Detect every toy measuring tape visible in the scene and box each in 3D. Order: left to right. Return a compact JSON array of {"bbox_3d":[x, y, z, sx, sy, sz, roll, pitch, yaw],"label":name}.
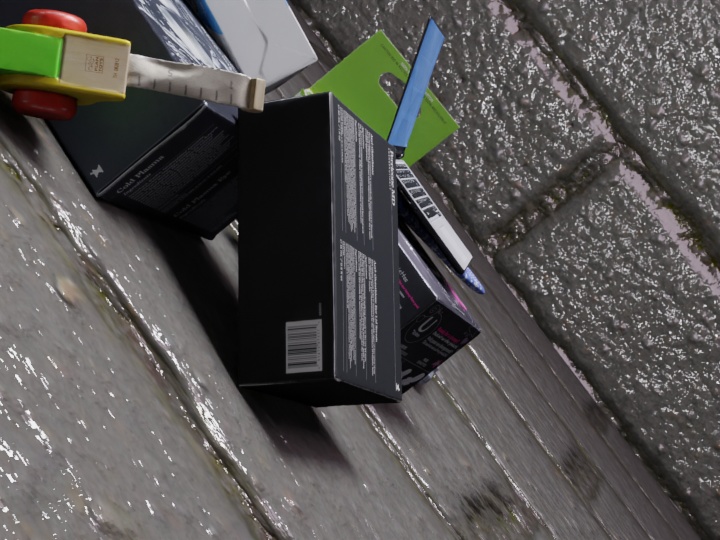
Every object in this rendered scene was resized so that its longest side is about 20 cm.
[{"bbox_3d":[-0.165,-0.128,0.883,0.199,0.074,0.074,8,26,-16],"label":"toy measuring tape"}]

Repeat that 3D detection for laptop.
[{"bbox_3d":[0.085,-0.115,1.266,0.200,0.116,0.187,54,9,1],"label":"laptop"}]

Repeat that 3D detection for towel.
[{"bbox_3d":[0.050,-0.068,1.335,0.200,0.024,0.145,43,12,-48],"label":"towel"}]

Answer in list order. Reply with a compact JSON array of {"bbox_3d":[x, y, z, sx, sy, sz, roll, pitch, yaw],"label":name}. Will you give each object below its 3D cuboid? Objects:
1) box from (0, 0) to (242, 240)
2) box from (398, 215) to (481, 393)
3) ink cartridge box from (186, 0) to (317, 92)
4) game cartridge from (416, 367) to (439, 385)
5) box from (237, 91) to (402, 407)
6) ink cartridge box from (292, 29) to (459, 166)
[{"bbox_3d":[-0.165,-0.142,1.015,0.200,0.104,0.182,54,11,17],"label":"box"},{"bbox_3d":[0.000,0.000,1.237,0.200,0.115,0.132,57,11,26],"label":"box"},{"bbox_3d":[-0.117,-0.204,1.189,0.115,0.068,0.200,62,-16,-7],"label":"ink cartridge box"},{"bbox_3d":[0.049,0.034,1.484,0.133,0.040,0.200,56,21,-9],"label":"game cartridge"},{"bbox_3d":[-0.027,-0.009,0.971,0.141,0.079,0.201,27,59,-64],"label":"box"},{"bbox_3d":[-0.010,-0.135,1.433,0.148,0.200,0.076,48,10,-17],"label":"ink cartridge box"}]
